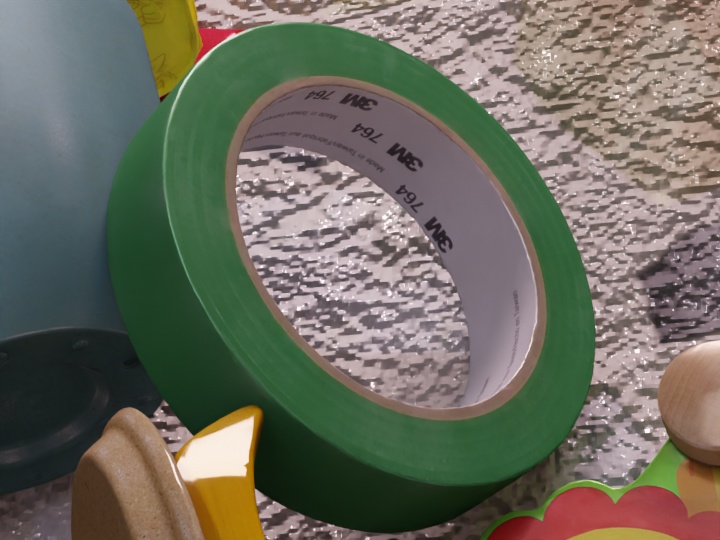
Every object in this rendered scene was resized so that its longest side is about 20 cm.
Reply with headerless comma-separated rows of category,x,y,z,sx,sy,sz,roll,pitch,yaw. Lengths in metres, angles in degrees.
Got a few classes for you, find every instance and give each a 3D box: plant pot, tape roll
plant pot,-0.159,-0.005,0.755,0.200,0.201,0.162,-22,62,-3
tape roll,0.000,0.000,0.718,0.048,0.200,0.201,-39,40,43

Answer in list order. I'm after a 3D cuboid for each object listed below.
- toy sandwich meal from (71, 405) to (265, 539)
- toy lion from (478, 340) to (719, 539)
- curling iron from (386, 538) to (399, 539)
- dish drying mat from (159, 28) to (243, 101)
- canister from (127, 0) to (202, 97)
toy sandwich meal,-0.044,0.141,0.628,0.070,0.206,0.206,-9,49,-19
toy lion,0.132,0.137,0.659,0.199,0.069,0.192,29,72,30
curling iron,0.011,0.188,0.656,0.025,0.050,0.201,4,60,-13
dish drying mat,-0.159,-0.090,0.923,0.199,0.018,0.077,0,53,14
canister,-0.164,-0.167,0.926,0.148,0.087,0.201,-13,43,0
